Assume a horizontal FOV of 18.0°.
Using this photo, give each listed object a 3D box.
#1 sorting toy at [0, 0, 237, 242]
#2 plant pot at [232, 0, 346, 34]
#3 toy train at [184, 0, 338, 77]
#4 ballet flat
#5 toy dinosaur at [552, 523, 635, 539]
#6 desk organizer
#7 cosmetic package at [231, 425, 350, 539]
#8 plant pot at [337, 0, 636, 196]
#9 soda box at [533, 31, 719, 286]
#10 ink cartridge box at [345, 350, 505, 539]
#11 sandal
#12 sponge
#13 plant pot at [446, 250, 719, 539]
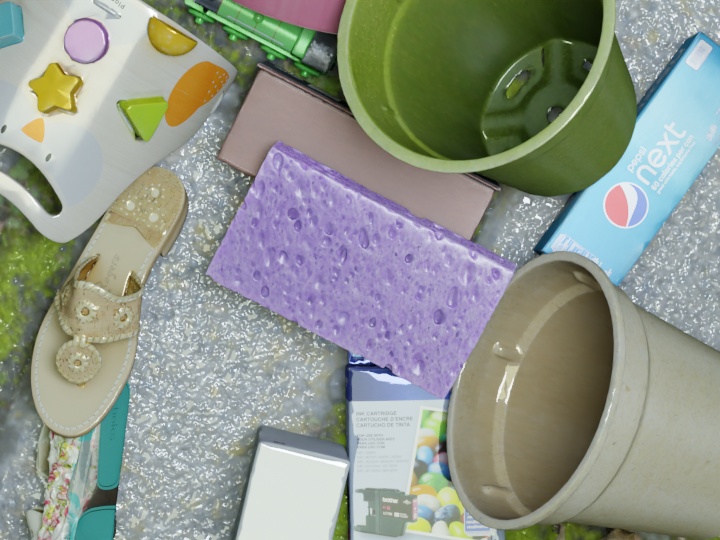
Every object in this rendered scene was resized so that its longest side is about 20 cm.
[{"bbox_3d":[-0.218,-0.125,1.647,0.199,0.107,0.181,31,89,-3],"label":"sorting toy"},{"bbox_3d":[-0.024,-0.273,1.619,0.199,0.200,0.180,17,107,-3],"label":"plant pot"},{"bbox_3d":[-0.041,-0.167,1.680,0.199,0.056,0.042,26,91,-4],"label":"toy train"},{"bbox_3d":[-0.215,0.165,1.690,0.063,0.076,0.202,8,87,28],"label":"ballet flat"},{"bbox_3d":[0.150,0.249,1.655,0.100,0.058,0.201,14,53,7],"label":"toy dinosaur"},{"bbox_3d":[-0.002,-0.075,1.678,0.199,0.072,0.077,27,97,-1],"label":"desk organizer"},{"bbox_3d":[-0.065,0.224,1.673,0.071,0.101,0.202,13,93,-3],"label":"cosmetic package"},{"bbox_3d":[0.110,-0.138,1.594,0.199,0.190,0.202,-7,73,22],"label":"plant pot"},{"bbox_3d":[0.213,-0.077,1.688,0.064,0.068,0.201,37,91,-2],"label":"soda box"},{"bbox_3d":[0.049,0.137,1.706,0.118,0.042,0.202,-1,91,-3],"label":"ink cartridge box"},{"bbox_3d":[-0.189,0.011,1.643,0.077,0.070,0.213,19,72,14],"label":"sandal"},{"bbox_3d":[0.000,0.000,1.644,0.199,0.030,0.112,28,108,-1],"label":"sponge"},{"bbox_3d":[0.192,0.108,1.631,0.182,0.200,0.202,18,92,-28],"label":"plant pot"}]
